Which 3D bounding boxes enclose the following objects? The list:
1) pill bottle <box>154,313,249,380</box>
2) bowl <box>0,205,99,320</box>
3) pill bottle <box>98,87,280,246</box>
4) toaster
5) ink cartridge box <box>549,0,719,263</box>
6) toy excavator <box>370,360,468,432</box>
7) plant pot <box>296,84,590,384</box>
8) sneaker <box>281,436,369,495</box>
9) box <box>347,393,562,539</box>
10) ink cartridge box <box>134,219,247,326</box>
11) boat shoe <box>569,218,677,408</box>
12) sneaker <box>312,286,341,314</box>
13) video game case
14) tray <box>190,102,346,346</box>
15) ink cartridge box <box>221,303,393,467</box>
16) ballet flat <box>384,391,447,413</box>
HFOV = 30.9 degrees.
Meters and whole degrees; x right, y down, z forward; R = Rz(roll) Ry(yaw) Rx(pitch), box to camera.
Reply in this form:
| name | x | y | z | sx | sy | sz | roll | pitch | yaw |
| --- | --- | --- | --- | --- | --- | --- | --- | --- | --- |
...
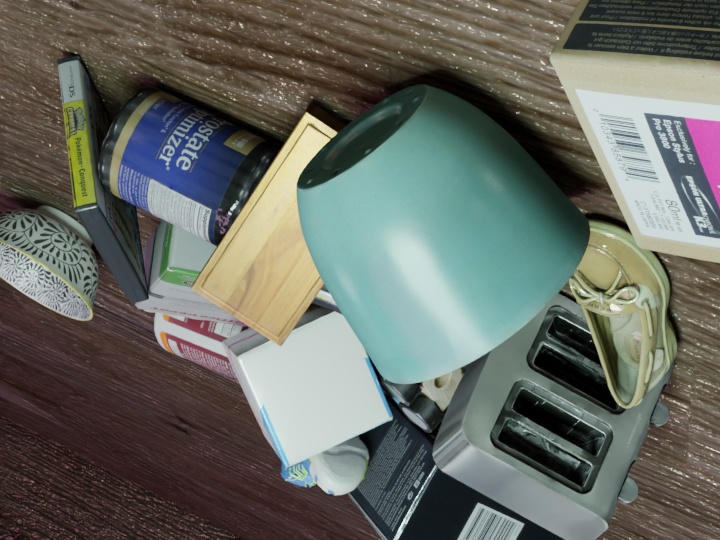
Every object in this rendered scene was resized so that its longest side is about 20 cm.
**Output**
| name | x | y | z | sx | sy | sz | roll | pitch | yaw |
| --- | --- | --- | --- | --- | --- | --- | --- | --- | --- |
| pill bottle | -0.145 | 0.076 | 1.606 | 0.199 | 0.114 | 0.114 | 19 | 156 | 29 |
| bowl | -0.427 | -0.026 | 1.778 | 0.200 | 0.094 | 0.201 | 27 | 159 | 11 |
| pill bottle | -0.138 | -0.085 | 1.236 | 0.199 | 0.112 | 0.112 | 26 | 159 | 12 |
| toaster | 0.175 | 0.129 | 1.212 | 0.199 | 0.181 | 0.119 | 29 | 156 | 1 |
| ink cartridge box | 0.229 | -0.084 | 0.803 | 0.164 | 0.075 | 0.200 | 14 | 153 | 40 |
| toy excavator | 0.040 | 0.095 | 1.459 | 0.200 | 0.100 | 0.195 | 32 | 165 | 40 |
| plant pot | 0.047 | -0.042 | 0.990 | 0.161 | 0.201 | 0.200 | 52 | 153 | -17 |
| sneaker | -0.044 | 0.224 | 1.504 | 0.075 | 0.105 | 0.200 | 20 | -161 | -12 |
| box | 0.104 | 0.259 | 1.496 | 0.200 | 0.124 | 0.197 | 28 | -177 | -25 |
| ink cartridge box | -0.154 | -0.004 | 1.415 | 0.145 | 0.085 | 0.200 | 11 | 165 | -18 |
| boat shoe | 0.217 | 0.038 | 1.096 | 0.073 | 0.063 | 0.201 | 18 | 150 | 33 |
| sneaker | 0.000 | 0.000 | 1.298 | 0.199 | 0.072 | 0.083 | 17 | 123 | -11 |
| video game case | -0.262 | -0.090 | 1.337 | 0.025 | 0.181 | 0.200 | -13 | 152 | 0 |
| tray | -0.058 | -0.038 | 1.155 | 0.098 | 0.200 | 0.037 | 33 | -157 | -6 |
| ink cartridge box | -0.063 | 0.114 | 1.407 | 0.129 | 0.125 | 0.200 | 67 | 170 | -6 |
| ballet flat | 0.047 | 0.166 | 1.620 | 0.067 | 0.064 | 0.200 | 43 | 155 | -30 |
